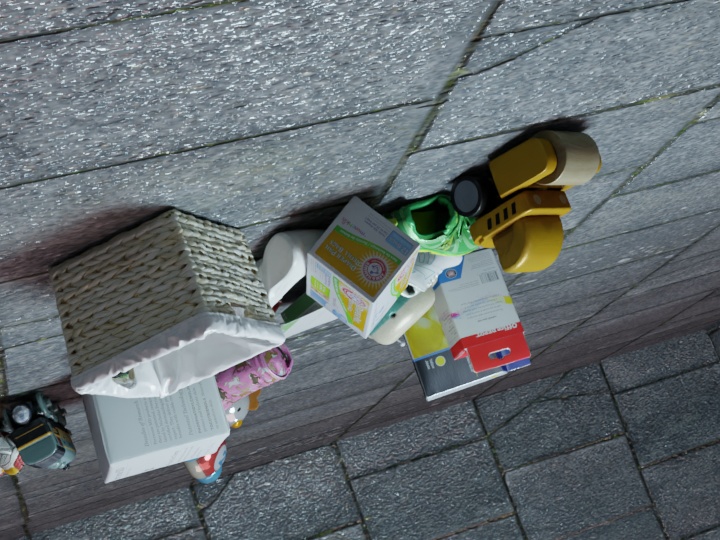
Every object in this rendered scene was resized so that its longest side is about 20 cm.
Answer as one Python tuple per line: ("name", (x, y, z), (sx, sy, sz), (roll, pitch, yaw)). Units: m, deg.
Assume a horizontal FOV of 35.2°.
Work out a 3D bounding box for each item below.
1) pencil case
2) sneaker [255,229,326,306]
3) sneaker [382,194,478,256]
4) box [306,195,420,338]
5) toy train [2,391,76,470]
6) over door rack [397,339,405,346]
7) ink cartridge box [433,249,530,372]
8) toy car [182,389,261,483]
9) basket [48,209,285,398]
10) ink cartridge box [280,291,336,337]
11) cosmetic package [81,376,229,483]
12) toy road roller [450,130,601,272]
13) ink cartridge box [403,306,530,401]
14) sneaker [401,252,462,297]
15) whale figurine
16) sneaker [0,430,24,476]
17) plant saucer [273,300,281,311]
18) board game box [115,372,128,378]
("pencil case", (-0.214, 0.190, 2.050), (0.200, 0.083, 0.086), (-30, 161, 33))
("sneaker", (-0.107, 0.003, 1.554), (0.088, 0.075, 0.200), (-23, 169, -40))
("sneaker", (0.118, -0.062, 1.582), (0.200, 0.074, 0.084), (-7, 165, -39))
("box", (0.000, 0.000, 1.518), (0.101, 0.112, 0.200), (-51, 171, -15))
("toy train", (-0.526, 0.274, 1.878), (0.085, 0.114, 0.200), (-26, 166, -8))
("over door rack", (0.175, 0.101, 2.256), (0.200, 0.067, 0.148), (-17, 166, -10))
("ink cartridge box", (0.197, 0.075, 1.924), (0.116, 0.200, 0.067), (-14, 164, -18))
("toy car", (-0.273, 0.283, 2.179), (0.200, 0.177, 0.184), (-30, 155, -8))
("basket", (-0.229, 0.045, 1.355), (0.200, 0.161, 0.198), (-23, 165, 18))
("ink cartridge box", (-0.088, 0.063, 1.767), (0.200, 0.048, 0.146), (-20, 168, -33))
("cosmetic package", (-0.344, 0.236, 1.885), (0.200, 0.167, 0.167), (-13, 164, -20))
("toy road roller", (0.232, -0.084, 1.503), (0.123, 0.146, 0.200), (-5, 159, -45))
("ink cartridge box", (0.178, 0.107, 2.023), (0.200, 0.198, 0.047), (-20, 166, 0))
("sneaker", (0.086, 0.002, 1.765), (0.200, 0.080, 0.070), (-8, 160, -41))
("whale figurine", (0.055, 0.043, 1.875), (0.159, 0.104, 0.200), (-45, -178, 14))
("sneaker", (-0.643, 0.312, 1.989), (0.082, 0.078, 0.200), (38, 147, -23))
("plant saucer", (-0.236, 0.086, 1.740), (0.199, 0.037, 0.200), (-14, 163, -20))
("board game box", (-0.308, 0.145, 1.747), (0.200, 0.024, 0.105), (-16, 163, -11))
